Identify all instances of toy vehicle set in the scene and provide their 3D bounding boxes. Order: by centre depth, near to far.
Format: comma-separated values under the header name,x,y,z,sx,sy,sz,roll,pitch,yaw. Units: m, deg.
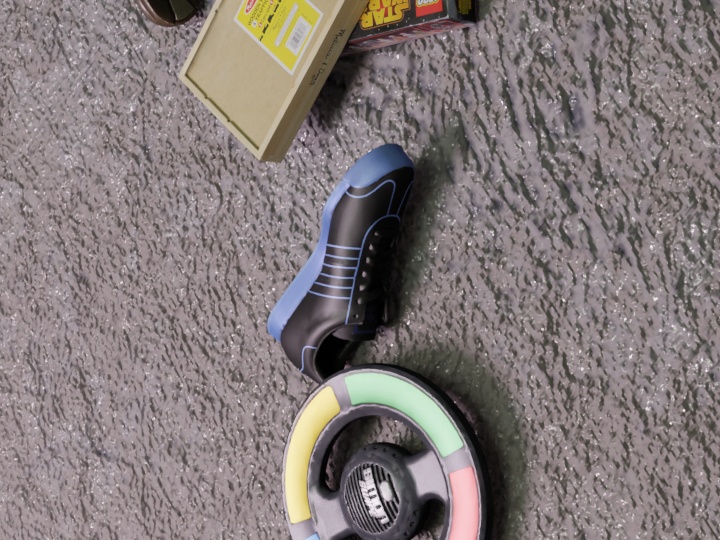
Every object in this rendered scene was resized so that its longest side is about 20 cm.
name,x,y,z,sx,sy,sz,roll,pitch,yaw
toy vehicle set,-0.062,-0.203,1.533,0.124,0.026,0.201,46,117,34

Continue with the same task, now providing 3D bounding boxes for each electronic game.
name,x,y,z,sx,sy,sz,roll,pitch,yaw
electronic game,0.017,0.171,1.468,0.198,0.041,0.203,4,96,38

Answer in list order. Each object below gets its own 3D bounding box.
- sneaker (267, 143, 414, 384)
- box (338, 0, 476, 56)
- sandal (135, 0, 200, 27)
name,x,y,z,sx,sy,sz,roll,pitch,yaw
sneaker,0.000,0.000,1.494,0.078,0.070,0.201,46,123,30
box,0.002,-0.246,1.523,0.199,0.040,0.139,-7,82,41
sandal,-0.192,-0.301,1.688,0.055,0.081,0.202,-35,70,58
